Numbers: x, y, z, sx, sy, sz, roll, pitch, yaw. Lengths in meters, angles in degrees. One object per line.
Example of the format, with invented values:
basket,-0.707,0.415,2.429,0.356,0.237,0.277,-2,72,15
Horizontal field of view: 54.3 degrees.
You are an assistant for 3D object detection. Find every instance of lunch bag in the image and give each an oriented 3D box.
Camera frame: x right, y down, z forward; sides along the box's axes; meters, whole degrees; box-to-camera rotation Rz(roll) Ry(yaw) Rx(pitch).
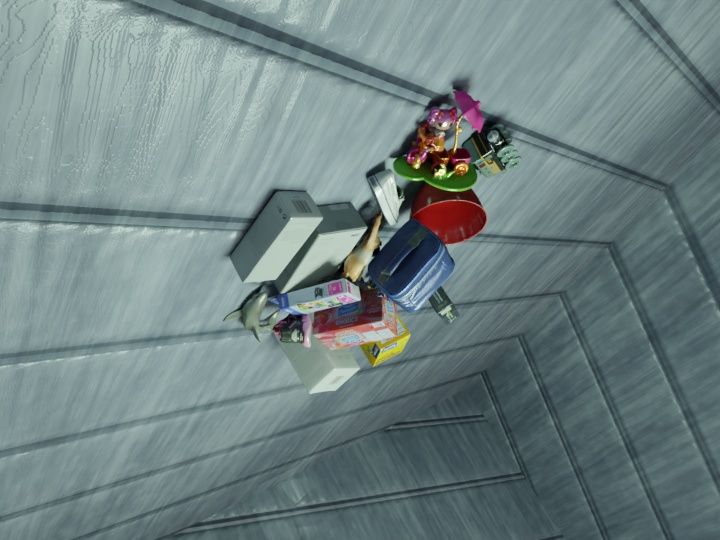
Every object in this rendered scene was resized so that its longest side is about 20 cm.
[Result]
lunch bag,0.111,-0.009,1.661,0.201,0.136,0.132,-48,142,-1

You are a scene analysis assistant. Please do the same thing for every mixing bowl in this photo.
mixing bowl,0.205,-0.159,1.714,0.194,0.111,0.201,-4,152,-2

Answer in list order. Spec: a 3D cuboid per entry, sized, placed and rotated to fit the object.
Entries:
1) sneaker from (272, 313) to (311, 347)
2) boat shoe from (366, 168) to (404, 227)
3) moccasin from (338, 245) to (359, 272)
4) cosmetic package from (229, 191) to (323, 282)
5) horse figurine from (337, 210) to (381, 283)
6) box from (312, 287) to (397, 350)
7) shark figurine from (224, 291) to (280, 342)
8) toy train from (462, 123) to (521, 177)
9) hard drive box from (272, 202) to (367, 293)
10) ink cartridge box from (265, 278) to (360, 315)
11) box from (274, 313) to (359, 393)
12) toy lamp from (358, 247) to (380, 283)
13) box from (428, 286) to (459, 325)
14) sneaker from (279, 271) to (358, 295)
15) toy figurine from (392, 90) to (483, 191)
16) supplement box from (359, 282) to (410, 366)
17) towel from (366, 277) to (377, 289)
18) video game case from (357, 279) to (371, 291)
sneaker,-0.170,0.132,1.721,0.093,0.081,0.200,-4,-169,-8
boat shoe,0.069,-0.163,1.595,0.064,0.075,0.200,-30,159,1
moccasin,-0.059,0.016,1.775,0.076,0.075,0.202,4,143,-36
cosmetic package,-0.174,-0.067,1.438,0.101,0.075,0.200,-4,145,-51
horse figurine,-0.001,-0.030,1.646,0.201,0.049,0.133,-53,171,-12
box,-0.012,0.124,1.775,0.196,0.097,0.103,-14,146,23
shark figurine,-0.250,0.140,1.730,0.126,0.090,0.215,-31,156,-6
toy train,0.323,-0.286,1.718,0.112,0.087,0.199,-28,163,17
hard drive box,-0.099,-0.050,1.573,0.154,0.078,0.201,-11,149,-46
ink cartridge box,-0.107,0.067,1.616,0.195,0.043,0.119,-12,167,13
box,-0.120,0.220,1.924,0.106,0.202,0.151,-42,157,17
toy lamp,0.000,0.000,1.849,0.057,0.059,0.202,-22,154,-29
box,0.196,0.056,1.883,0.050,0.160,0.200,-33,162,4
sneaker,-0.102,0.048,1.721,0.194,0.068,0.079,-4,156,-5
toy figurine,0.179,-0.289,1.482,0.195,0.152,0.187,0,133,-15
supplement box,0.037,0.150,2.012,0.107,0.202,0.110,-22,155,-26
towel,0.120,-0.013,1.968,0.197,0.086,0.166,-15,153,-44
video game case,-0.023,0.095,1.898,0.018,0.142,0.201,-45,168,-37
